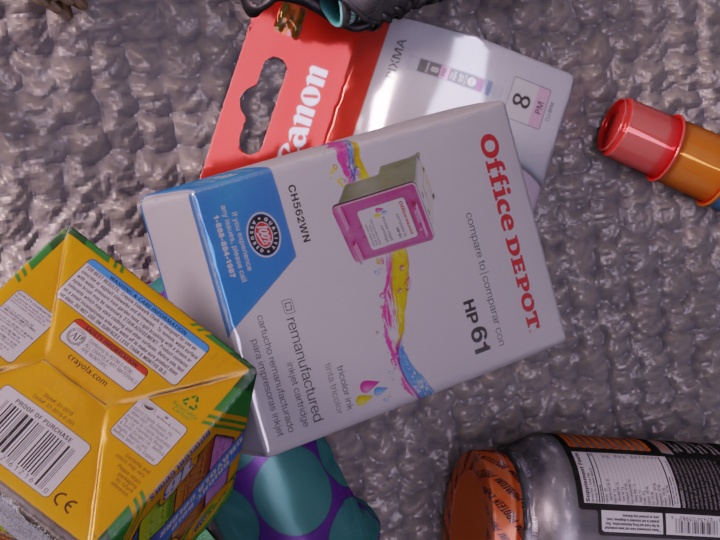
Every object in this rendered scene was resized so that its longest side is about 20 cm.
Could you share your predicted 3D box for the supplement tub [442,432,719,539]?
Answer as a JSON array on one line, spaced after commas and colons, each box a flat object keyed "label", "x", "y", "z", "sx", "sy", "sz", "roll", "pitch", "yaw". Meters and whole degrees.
[{"label": "supplement tub", "x": 0.159, "y": 0.165, "z": 0.880, "sx": 0.199, "sy": 0.123, "sz": 0.123, "roll": 5, "pitch": 92, "yaw": -13}]

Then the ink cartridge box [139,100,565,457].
[{"label": "ink cartridge box", "x": 0.000, "y": 0.000, "z": 0.782, "sx": 0.199, "sy": 0.085, "sz": 0.145, "roll": -19, "pitch": 97, "yaw": -28}]

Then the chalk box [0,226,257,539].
[{"label": "chalk box", "x": -0.143, "y": 0.100, "z": 0.723, "sx": 0.125, "sy": 0.200, "sz": 0.124, "roll": 36, "pitch": 60, "yaw": 10}]

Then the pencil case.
[{"label": "pencil case", "x": -0.067, "y": 0.090, "z": 0.839, "sx": 0.085, "sy": 0.092, "sz": 0.201, "roll": -21, "pitch": 103, "yaw": 26}]

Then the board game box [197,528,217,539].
[{"label": "board game box", "x": -0.107, "y": 0.224, "z": 0.870, "sx": 0.105, "sy": 0.023, "sz": 0.200, "roll": -41, "pitch": 102, "yaw": -11}]

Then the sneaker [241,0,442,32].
[{"label": "sneaker", "x": 0.017, "y": -0.178, "z": 0.844, "sx": 0.199, "sy": 0.075, "sz": 0.080, "roll": 5, "pitch": 82, "yaw": -15}]

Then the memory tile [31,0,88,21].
[{"label": "memory tile", "x": -0.217, "y": -0.220, "z": 0.750, "sx": 0.017, "sy": 0.153, "sz": 0.200, "roll": -35, "pitch": 99, "yaw": 3}]

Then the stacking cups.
[{"label": "stacking cups", "x": 0.251, "y": -0.056, "z": 0.921, "sx": 0.199, "sy": 0.060, "sz": 0.061, "roll": 20, "pitch": 88, "yaw": -14}]

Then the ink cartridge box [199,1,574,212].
[{"label": "ink cartridge box", "x": 0.016, "y": -0.076, "z": 0.870, "sx": 0.199, "sy": 0.057, "sz": 0.163, "roll": 18, "pitch": 89, "yaw": -19}]
